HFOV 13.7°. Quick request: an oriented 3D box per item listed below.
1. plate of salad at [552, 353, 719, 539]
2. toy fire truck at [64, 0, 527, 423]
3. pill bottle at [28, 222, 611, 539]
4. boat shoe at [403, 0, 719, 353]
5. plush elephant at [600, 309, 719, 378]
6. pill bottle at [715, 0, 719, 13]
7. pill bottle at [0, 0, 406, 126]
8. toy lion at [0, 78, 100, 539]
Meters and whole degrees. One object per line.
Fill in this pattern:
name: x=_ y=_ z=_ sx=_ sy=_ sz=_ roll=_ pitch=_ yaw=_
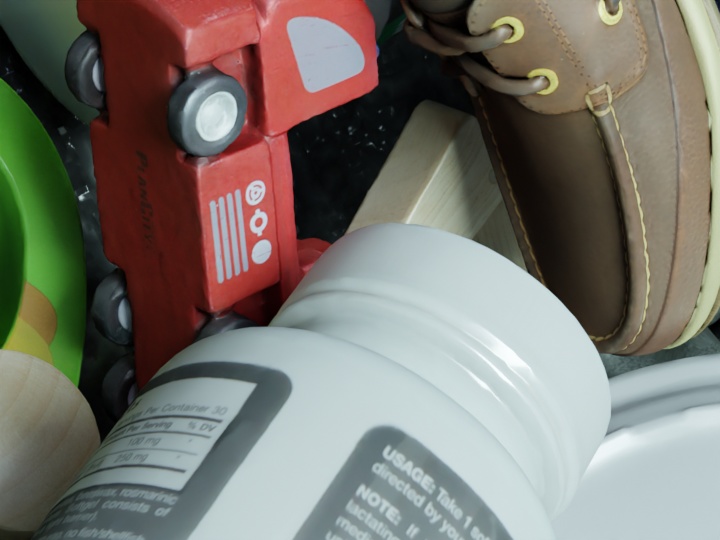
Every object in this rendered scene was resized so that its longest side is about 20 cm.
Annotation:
plate of salad: x=0.092 y=0.100 z=0.724 sx=0.200 sy=0.200 sz=0.048 roll=-46 pitch=142 yaw=-28
toy fire truck: x=0.000 y=0.000 z=0.781 sx=0.141 sy=0.049 sz=0.201 roll=-25 pitch=123 yaw=-35
pill bottle: x=-0.023 y=0.084 z=0.663 sx=0.111 sy=0.111 sz=0.200 roll=45 pitch=54 yaw=-12
boat shoe: x=0.039 y=-0.070 z=0.724 sx=0.067 sy=0.072 sz=0.201 roll=-24 pitch=112 yaw=-33
plush elephant: x=0.117 y=-0.023 z=0.866 sx=0.154 sy=0.165 sz=0.200 roll=8 pitch=33 yaw=10
pill bottle: x=0.135 y=-0.100 z=0.759 sx=0.112 sy=0.112 sz=0.200 roll=-6 pitch=65 yaw=-28
pill bottle: x=-0.006 y=-0.123 z=0.832 sx=0.200 sy=0.113 sz=0.113 roll=-37 pitch=96 yaw=-28
toy lion: x=-0.164 y=-0.030 z=0.764 sx=0.199 sy=0.069 sz=0.192 roll=13 pitch=65 yaw=-25
